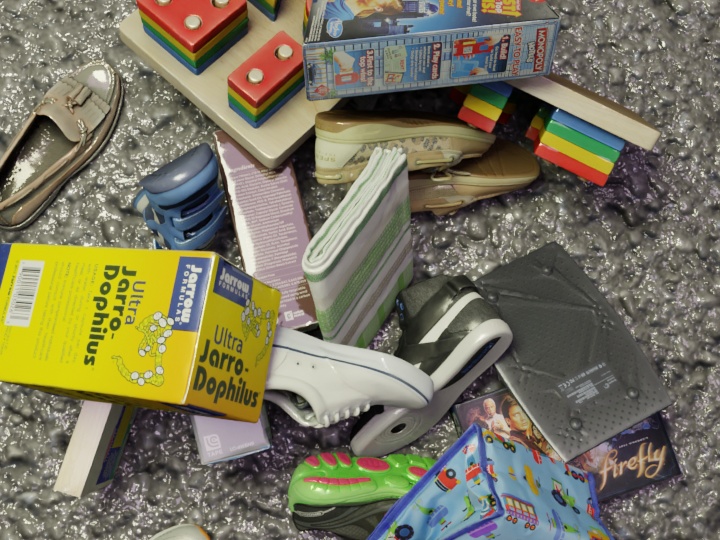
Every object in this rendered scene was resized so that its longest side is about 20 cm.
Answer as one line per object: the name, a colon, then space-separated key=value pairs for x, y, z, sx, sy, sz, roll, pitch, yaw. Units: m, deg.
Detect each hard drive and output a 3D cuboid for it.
hard drive: x=0.194 y=0.079 z=0.865 sx=0.135 sy=0.042 sz=0.200 roll=-26 pitch=65 yaw=-11

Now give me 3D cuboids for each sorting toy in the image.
sorting toy: x=-0.086 y=-0.235 z=0.818 sx=0.200 sy=0.070 sz=0.199 roll=41 pitch=70 yaw=10
sorting toy: x=0.173 y=-0.159 z=0.863 sx=0.199 sy=0.199 sz=0.070 roll=26 pitch=108 yaw=2

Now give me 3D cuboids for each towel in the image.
towel: x=0.000 y=0.000 z=0.802 sx=0.031 sy=0.200 sz=0.149 roll=25 pitch=61 yaw=21

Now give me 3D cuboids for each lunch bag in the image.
lunch bag: x=0.102 y=0.250 z=0.791 sx=0.150 sy=0.094 sz=0.200 roll=27 pitch=122 yaw=-27

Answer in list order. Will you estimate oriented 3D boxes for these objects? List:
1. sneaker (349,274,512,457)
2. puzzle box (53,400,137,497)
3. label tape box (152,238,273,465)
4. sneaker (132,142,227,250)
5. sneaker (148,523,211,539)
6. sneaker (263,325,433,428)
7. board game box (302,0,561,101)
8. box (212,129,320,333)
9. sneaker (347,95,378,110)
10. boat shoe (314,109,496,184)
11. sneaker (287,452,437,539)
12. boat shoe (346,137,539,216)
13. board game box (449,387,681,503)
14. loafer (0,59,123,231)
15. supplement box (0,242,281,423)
sneaker: x=0.050 y=0.087 z=0.869 sx=0.200 sy=0.073 sz=0.112 roll=-44 pitch=53 yaw=17
puzzle box: x=-0.222 y=0.103 z=0.812 sx=0.025 sy=0.133 sz=0.201 roll=17 pitch=80 yaw=-2
label tape box: x=-0.134 y=0.072 z=0.817 sx=0.066 sy=0.143 sz=0.201 roll=-12 pitch=83 yaw=-6
sneaker: x=-0.158 y=-0.060 z=0.814 sx=0.074 sy=0.200 sz=0.082 roll=-33 pitch=94 yaw=-16
sneaker: x=-0.216 y=0.315 z=0.801 sx=0.200 sy=0.092 sz=0.076 roll=-42 pitch=87 yaw=-9
sneaker: x=-0.027 y=0.102 z=0.756 sx=0.199 sy=0.073 sz=0.071 roll=17 pitch=67 yaw=-23
board game box: x=0.064 y=-0.227 z=0.742 sx=0.199 sy=0.062 sz=0.201 roll=5 pitch=54 yaw=4
box: x=-0.088 y=-0.035 z=0.861 sx=0.075 sy=0.100 sz=0.201 roll=-15 pitch=84 yaw=-8
sneaker: x=-0.043 y=-0.201 z=0.899 sx=0.200 sy=0.075 sz=0.114 roll=-32 pitch=83 yaw=-11
boat shoe: x=0.042 y=-0.115 z=0.829 sx=0.199 sy=0.073 sz=0.063 roll=-4 pitch=110 yaw=-32
sneaker: x=0.025 y=0.228 z=0.853 sx=0.199 sy=0.077 sz=0.084 roll=12 pitch=119 yaw=-11
boat shoe: x=0.083 y=-0.093 z=0.903 sx=0.199 sy=0.065 sz=0.071 roll=-3 pitch=47 yaw=-8
board game box: x=0.204 y=0.170 z=0.885 sx=0.199 sy=0.035 sz=0.136 roll=-17 pitch=83 yaw=-7
loafer: x=-0.306 y=-0.128 z=0.875 sx=0.072 sy=0.063 sz=0.200 roll=33 pitch=80 yaw=0
supplement box: x=-0.179 y=0.048 z=0.679 sx=0.199 sy=0.109 sz=0.110 roll=3 pitch=75 yaw=24
